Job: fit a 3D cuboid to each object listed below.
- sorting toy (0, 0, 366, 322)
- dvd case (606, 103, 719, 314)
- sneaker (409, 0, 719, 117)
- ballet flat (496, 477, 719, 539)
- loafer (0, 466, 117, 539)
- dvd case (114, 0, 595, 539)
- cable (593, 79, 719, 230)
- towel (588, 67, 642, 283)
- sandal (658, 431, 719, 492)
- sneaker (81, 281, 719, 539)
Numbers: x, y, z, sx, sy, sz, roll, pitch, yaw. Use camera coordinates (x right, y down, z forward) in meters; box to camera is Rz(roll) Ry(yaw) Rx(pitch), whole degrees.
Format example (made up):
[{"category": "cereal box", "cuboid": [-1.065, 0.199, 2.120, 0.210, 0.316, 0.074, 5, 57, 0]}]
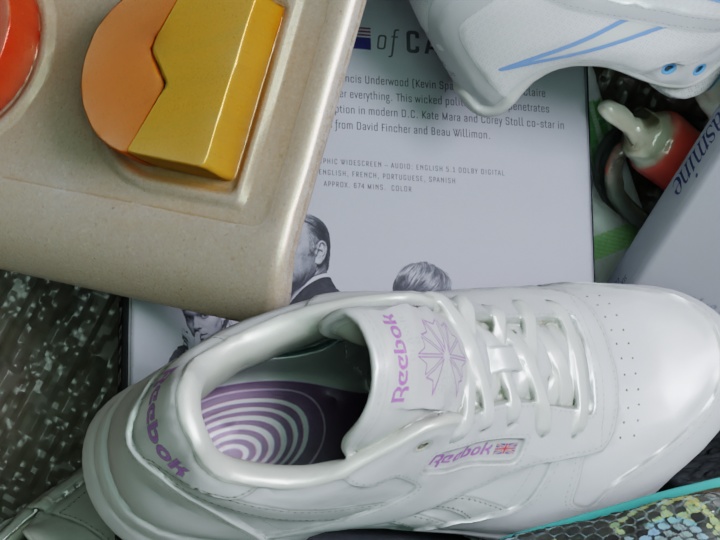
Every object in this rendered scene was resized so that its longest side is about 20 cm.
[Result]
[{"category": "sorting toy", "cuboid": [-0.078, -0.097, 0.837, 0.185, 0.036, 0.200, 12, 87, 32]}, {"category": "dvd case", "cuboid": [0.172, -0.035, 0.857, 0.143, 0.200, 0.018, 9, 43, -23]}, {"category": "sneaker", "cuboid": [0.109, -0.099, 0.830, 0.200, 0.075, 0.087, -16, 117, 10]}, {"category": "ballet flat", "cuboid": [0.030, 0.109, 0.793, 0.200, 0.074, 0.074, -15, 92, 7]}, {"category": "loafer", "cuboid": [-0.078, 0.096, 0.861, 0.200, 0.070, 0.070, -39, 91, -5]}, {"category": "dvd case", "cuboid": [0.000, 0.000, 0.866, 0.150, 0.025, 0.200, 4, 72, -14]}, {"category": "cable", "cuboid": [0.154, -0.011, 0.918, 0.097, 0.050, 0.200, -40, 113, 16]}, {"category": "towel", "cuboid": [0.011, -0.040, 0.918, 0.152, 0.023, 0.200, -19, 92, -13]}, {"category": "sandal", "cuboid": [0.198, 0.073, 0.933, 0.200, 0.075, 0.048, -5, 107, -12]}, {"category": "sneaker", "cuboid": [0.026, 0.041, 0.794, 0.200, 0.100, 0.075, -10, 75, -19]}]
